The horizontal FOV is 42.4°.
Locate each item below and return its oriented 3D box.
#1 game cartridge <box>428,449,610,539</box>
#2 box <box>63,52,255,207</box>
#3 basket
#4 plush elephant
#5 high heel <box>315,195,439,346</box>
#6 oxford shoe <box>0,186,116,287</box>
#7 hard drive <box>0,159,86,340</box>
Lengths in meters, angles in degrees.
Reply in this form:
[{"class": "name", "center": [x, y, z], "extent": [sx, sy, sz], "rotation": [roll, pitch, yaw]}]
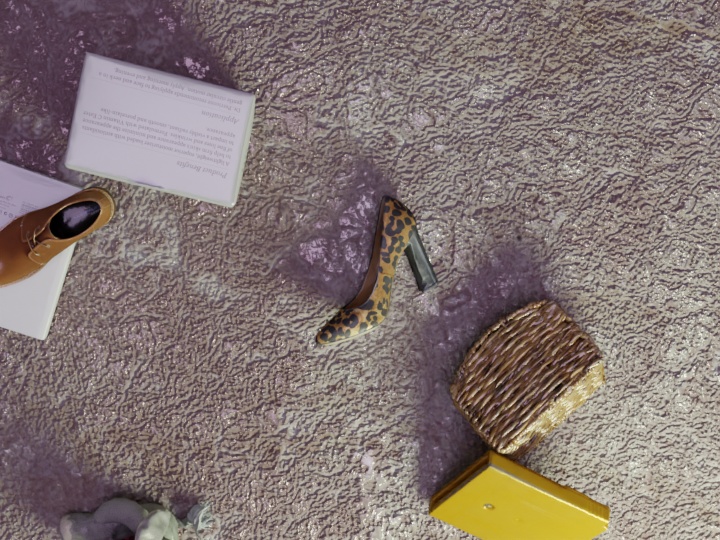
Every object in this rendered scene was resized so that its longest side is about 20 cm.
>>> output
[{"class": "game cartridge", "center": [0.217, 0.329, 1.269], "extent": [0.197, 0.033, 0.177], "rotation": [25, 138, -11]}, {"class": "box", "center": [-0.233, -0.164, 1.121], "extent": [0.195, 0.200, 0.133], "rotation": [13, 94, -9]}, {"class": "basket", "center": [0.226, 0.150, 1.287], "extent": [0.200, 0.149, 0.143], "rotation": [-42, 67, 0]}, {"class": "plush elephant", "center": [-0.283, 0.379, 1.204], "extent": [0.197, 0.155, 0.167], "rotation": [-24, 100, -3]}, {"class": "high heel", "center": [0.000, 0.000, 1.230], "extent": [0.198, 0.071, 0.145], "rotation": [-31, 107, -19]}, {"class": "oxford shoe", "center": [-0.401, -0.042, 1.155], "extent": [0.198, 0.071, 0.072], "rotation": [-33, 101, -1]}, {"class": "hard drive", "center": [-0.441, -0.028, 1.199], "extent": [0.130, 0.026, 0.204], "rotation": [18, 95, -9]}]
